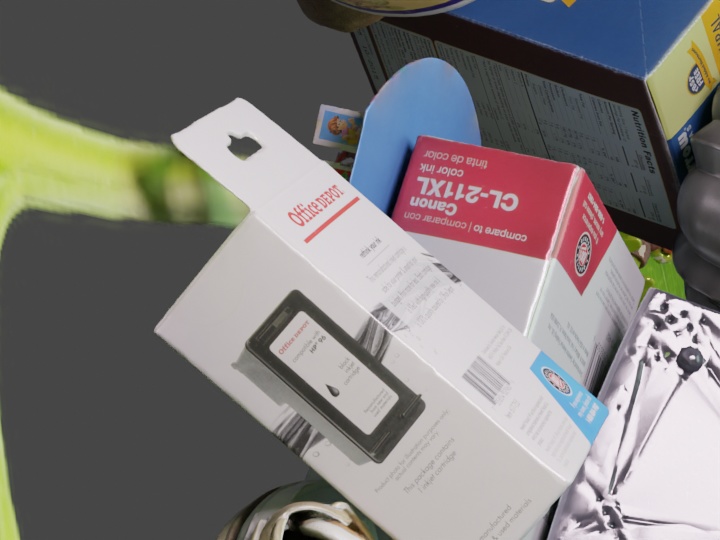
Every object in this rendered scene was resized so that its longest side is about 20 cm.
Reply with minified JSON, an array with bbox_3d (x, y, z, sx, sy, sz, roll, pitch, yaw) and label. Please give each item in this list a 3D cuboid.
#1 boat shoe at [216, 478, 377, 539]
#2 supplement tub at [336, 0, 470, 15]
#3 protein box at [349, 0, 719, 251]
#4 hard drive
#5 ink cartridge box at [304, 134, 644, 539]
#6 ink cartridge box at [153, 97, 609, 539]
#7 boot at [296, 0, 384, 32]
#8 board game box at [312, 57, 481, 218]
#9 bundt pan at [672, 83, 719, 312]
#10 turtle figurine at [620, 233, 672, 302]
[{"bbox_3d":[-0.018,0.126,1.098,0.075,0.068,0.200,48,21,-8],"label":"boat shoe"},{"bbox_3d":[0.000,-0.192,1.200,0.200,0.145,0.146,21,62,-73],"label":"supplement tub"},{"bbox_3d":[0.132,-0.144,1.457,0.199,0.200,0.135,-50,142,-23],"label":"protein box"},{"bbox_3d":[0.152,0.122,1.295,0.042,0.135,0.200,115,-5,-77],"label":"hard drive"},{"bbox_3d":[0.049,0.062,1.288,0.146,0.083,0.200,53,53,-64],"label":"ink cartridge box"},{"bbox_3d":[-0.004,0.026,1.138,0.200,0.068,0.116,41,16,2],"label":"ink cartridge box"},{"bbox_3d":[0.037,-0.193,1.391,0.200,0.074,0.075,-41,148,-21],"label":"boot"},{"bbox_3d":[0.000,0.000,1.304,0.158,0.039,0.200,15,88,-68],"label":"board game box"},{"bbox_3d":[0.220,-0.041,1.388,0.202,0.076,0.202,-29,130,-41],"label":"bundt pan"},{"bbox_3d":[0.194,-0.062,2.077,0.161,0.064,0.200,-72,160,-45],"label":"turtle figurine"}]
